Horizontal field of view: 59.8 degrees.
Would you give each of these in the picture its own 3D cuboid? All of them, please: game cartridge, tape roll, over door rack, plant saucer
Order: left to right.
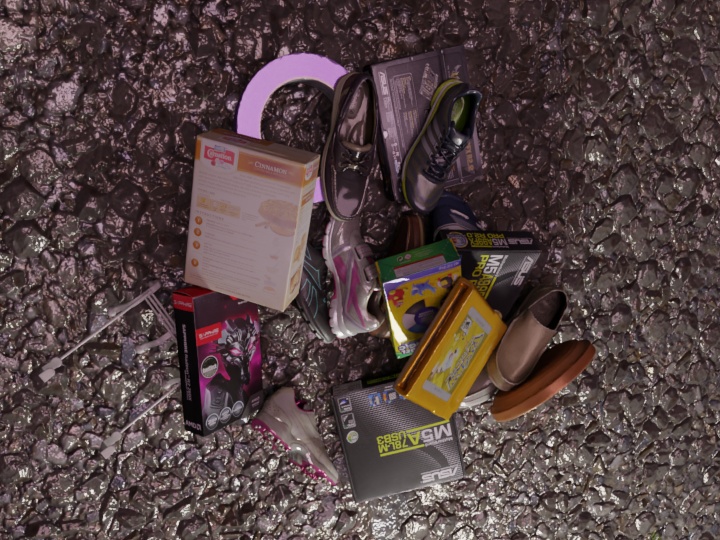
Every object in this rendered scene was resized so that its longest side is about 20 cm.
[{"bbox_3d":[-0.328,0.132,0.886,0.200,0.066,0.150,-43,111,-27],"label":"over door rack"},{"bbox_3d":[-0.083,-0.203,0.904,0.194,0.066,0.207,-3,102,-15],"label":"tape roll"},{"bbox_3d":[0.139,0.123,0.912,0.179,0.032,0.199,-57,145,-4],"label":"game cartridge"},{"bbox_3d":[0.291,0.173,1.022,0.198,0.200,0.033,-37,85,-7],"label":"plant saucer"}]

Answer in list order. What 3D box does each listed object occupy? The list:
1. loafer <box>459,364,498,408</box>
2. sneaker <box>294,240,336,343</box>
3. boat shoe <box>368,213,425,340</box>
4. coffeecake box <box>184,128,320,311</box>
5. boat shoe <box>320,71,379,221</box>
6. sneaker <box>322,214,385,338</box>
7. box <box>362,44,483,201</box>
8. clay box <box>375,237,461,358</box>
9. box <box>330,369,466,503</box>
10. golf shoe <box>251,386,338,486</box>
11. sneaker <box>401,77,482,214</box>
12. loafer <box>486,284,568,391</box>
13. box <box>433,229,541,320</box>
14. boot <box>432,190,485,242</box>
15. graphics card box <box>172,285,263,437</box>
[{"bbox_3d":[0.227,0.154,1.055,0.198,0.070,0.071,-36,139,-15],"label":"loafer"},{"bbox_3d":[-0.075,0.015,0.943,0.078,0.075,0.204,-29,107,-11],"label":"sneaker"},{"bbox_3d":[0.052,0.011,0.981,0.066,0.072,0.206,9,101,-18],"label":"boat shoe"},{"bbox_3d":[-0.147,-0.069,0.844,0.149,0.073,0.206,15,112,8],"label":"coffeecake box"},{"bbox_3d":[-0.011,-0.169,0.863,0.070,0.065,0.207,5,99,-17],"label":"boat shoe"},{"bbox_3d":[0.000,0.000,0.938,0.086,0.081,0.207,-1,101,27],"label":"sneaker"},{"bbox_3d":[0.098,-0.226,0.961,0.154,0.048,0.206,-16,105,-14],"label":"box"},{"bbox_3d":[0.092,0.054,0.910,0.112,0.048,0.203,-17,135,-2],"label":"clay box"},{"bbox_3d":[0.062,0.266,1.029,0.194,0.048,0.199,-12,102,-1],"label":"box"},{"bbox_3d":[-0.086,0.265,0.990,0.201,0.074,0.093,54,51,-33],"label":"golf shoe"},{"bbox_3d":[0.118,-0.180,0.907,0.072,0.081,0.206,16,96,-18],"label":"sneaker"},{"bbox_3d":[0.269,0.099,1.003,0.075,0.068,0.202,35,70,-1],"label":"loafer"},{"bbox_3d":[0.170,0.025,0.976,0.155,0.045,0.203,1,136,-16],"label":"box"},{"bbox_3d":[0.186,-0.054,1.007,0.072,0.093,0.198,-27,141,32],"label":"boot"},{"bbox_3d":[-0.202,0.119,0.906,0.124,0.050,0.207,-16,110,-54],"label":"graphics card box"}]
